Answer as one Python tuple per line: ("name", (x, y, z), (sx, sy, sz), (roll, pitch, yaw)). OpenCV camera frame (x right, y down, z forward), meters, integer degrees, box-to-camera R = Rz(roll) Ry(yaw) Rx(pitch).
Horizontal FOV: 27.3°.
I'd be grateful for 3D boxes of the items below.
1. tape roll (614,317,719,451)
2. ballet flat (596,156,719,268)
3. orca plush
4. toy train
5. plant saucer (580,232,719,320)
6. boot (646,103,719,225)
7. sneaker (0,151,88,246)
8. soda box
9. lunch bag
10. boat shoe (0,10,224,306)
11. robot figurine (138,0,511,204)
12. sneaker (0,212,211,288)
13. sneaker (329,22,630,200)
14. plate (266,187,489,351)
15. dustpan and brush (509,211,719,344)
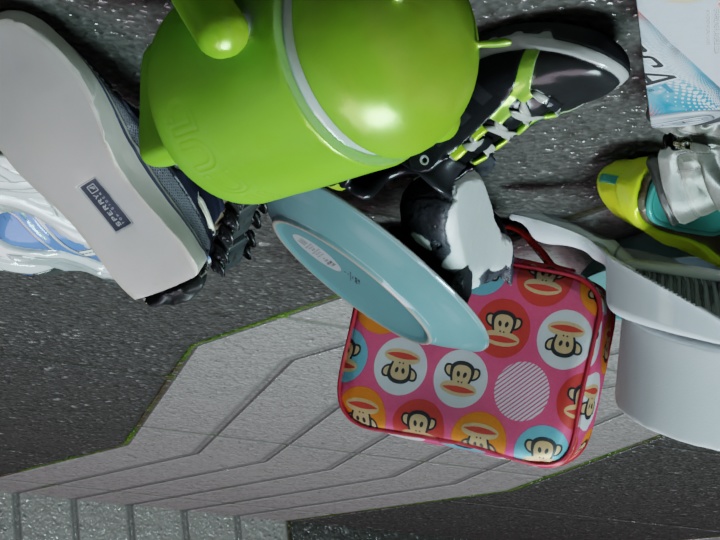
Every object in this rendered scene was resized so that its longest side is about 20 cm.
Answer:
("tape roll", (0.286, 0.070, 1.064), (0.202, 0.071, 0.202), (4, -167, -1))
("ballet flat", (0.241, -0.037, 1.028), (0.200, 0.067, 0.067), (18, 179, -35))
("orca plush", (0.055, -0.034, 1.014), (0.071, 0.105, 0.200), (8, -173, 18))
("toy train", (-0.086, -0.047, 0.991), (0.034, 0.046, 0.200), (-33, 170, -19))
("plant saucer", (0.268, 0.003, 1.181), (0.200, 0.036, 0.200), (2, 163, 1))
("boot", (0.239, -0.040, 0.854), (0.131, 0.200, 0.068), (-6, -155, 24))
("sneaker", (-0.185, -0.072, 0.939), (0.200, 0.078, 0.099), (4, 149, -32))
("soda box", (0.164, -0.133, 0.694), (0.068, 0.064, 0.200), (-2, 162, 14))
("lunch bag", (0.090, 0.050, 1.137), (0.200, 0.176, 0.082), (12, 180, 19))
("boat shoe", (-0.153, -0.078, 0.885), (0.075, 0.093, 0.200), (-20, 117, 20))
("robot figurine", (-0.026, -0.100, 0.741), (0.200, 0.116, 0.175), (-14, 158, 43))
("sneaker", (-0.174, -0.037, 1.049), (0.200, 0.076, 0.077), (-1, 142, -38))
("sneaker", (0.064, -0.081, 0.849), (0.200, 0.083, 0.072), (-10, 160, 36))
("plate", (0.000, 0.000, 1.004), (0.200, 0.026, 0.200), (36, 170, 8))
("dustpan and brush", (0.191, 0.002, 1.013), (0.200, 0.057, 0.140), (12, -171, 26))
